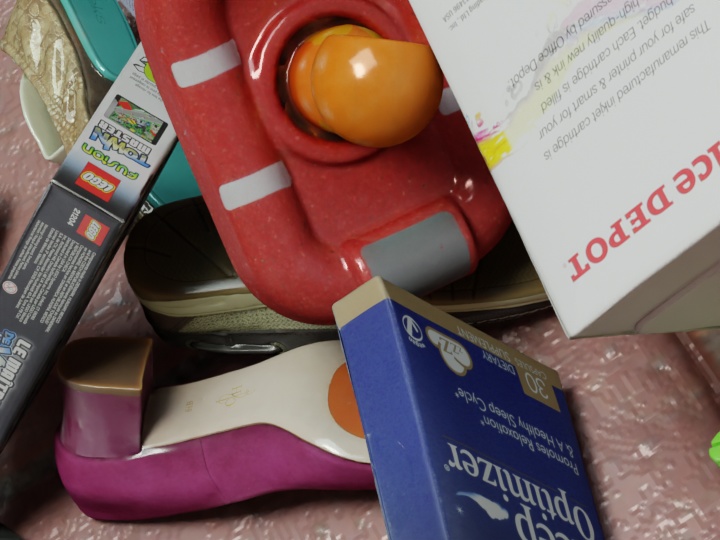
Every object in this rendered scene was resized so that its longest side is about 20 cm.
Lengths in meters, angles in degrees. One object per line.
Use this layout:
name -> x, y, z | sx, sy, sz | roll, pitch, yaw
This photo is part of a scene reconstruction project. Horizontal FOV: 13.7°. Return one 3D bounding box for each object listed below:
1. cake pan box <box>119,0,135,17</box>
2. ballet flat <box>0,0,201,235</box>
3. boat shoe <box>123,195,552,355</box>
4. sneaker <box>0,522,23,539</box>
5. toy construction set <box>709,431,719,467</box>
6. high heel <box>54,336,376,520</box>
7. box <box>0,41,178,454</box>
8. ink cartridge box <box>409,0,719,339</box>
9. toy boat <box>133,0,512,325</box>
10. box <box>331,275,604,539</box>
cake pan box -> -0.056, -0.164, 1.350 | 0.052, 0.201, 0.184 | -23, 44, -24
ballet flat -> -0.120, -0.063, 1.415 | 0.065, 0.070, 0.200 | -51, 43, 26
boat shoe -> 0.000, 0.000, 1.301 | 0.199, 0.065, 0.073 | 0, 57, 6
sneaker -> -0.232, 0.140, 1.339 | 0.199, 0.080, 0.087 | 10, 88, 30
toy construction set -> 0.219, 0.058, 1.130 | 0.200, 0.092, 0.131 | -28, 26, -1
high heel -> -0.034, 0.080, 1.292 | 0.199, 0.096, 0.068 | 11, 46, 12
box -> -0.131, 0.004, 1.282 | 0.035, 0.200, 0.110 | 30, 40, -3
ink cartridge box -> 0.129, -0.096, 1.134 | 0.147, 0.146, 0.200 | -39, 65, 36
toy boat -> -0.006, -0.077, 1.190 | 0.130, 0.201, 0.131 | -26, 10, -15
box -> 0.054, 0.108, 1.162 | 0.032, 0.121, 0.201 | -32, 52, 27
